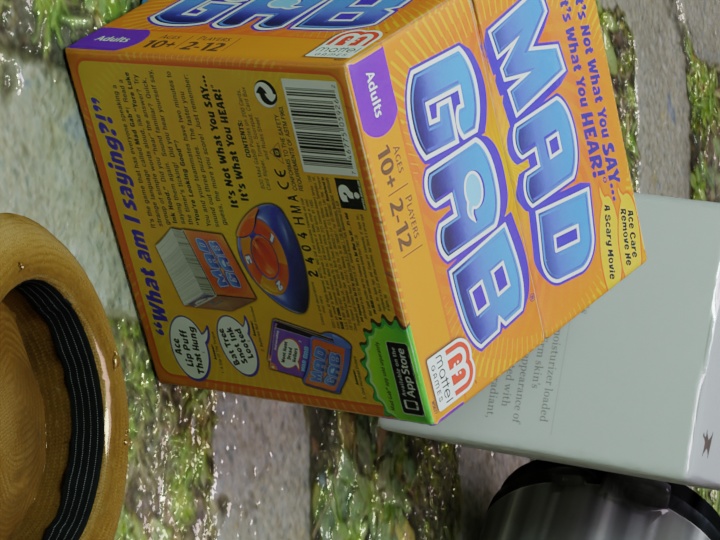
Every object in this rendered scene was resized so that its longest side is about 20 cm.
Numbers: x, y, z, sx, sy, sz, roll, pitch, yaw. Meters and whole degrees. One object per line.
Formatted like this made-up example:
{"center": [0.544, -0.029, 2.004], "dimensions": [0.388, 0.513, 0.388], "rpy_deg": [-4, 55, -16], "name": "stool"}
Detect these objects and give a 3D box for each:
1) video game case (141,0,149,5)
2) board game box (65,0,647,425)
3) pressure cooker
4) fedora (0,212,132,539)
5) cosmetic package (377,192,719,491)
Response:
{"center": [-0.063, -0.152, 1.662], "dimensions": [0.200, 0.018, 0.143], "rpy_deg": [40, 54, -56], "name": "video game case"}
{"center": [0.001, -0.061, 1.536], "dimensions": [0.200, 0.200, 0.200], "rpy_deg": [-35, 121, -41], "name": "board game box"}
{"center": [0.153, 0.214, 1.892], "dimensions": [0.179, 0.176, 0.200], "rpy_deg": [48, 44, -31], "name": "pressure cooker"}
{"center": [-0.180, 0.074, 1.346], "dimensions": [0.201, 0.082, 0.201], "rpy_deg": [-7, 90, -66], "name": "fedora"}
{"center": [0.140, 0.038, 1.766], "dimensions": [0.165, 0.200, 0.165], "rpy_deg": [21, 79, -69], "name": "cosmetic package"}
